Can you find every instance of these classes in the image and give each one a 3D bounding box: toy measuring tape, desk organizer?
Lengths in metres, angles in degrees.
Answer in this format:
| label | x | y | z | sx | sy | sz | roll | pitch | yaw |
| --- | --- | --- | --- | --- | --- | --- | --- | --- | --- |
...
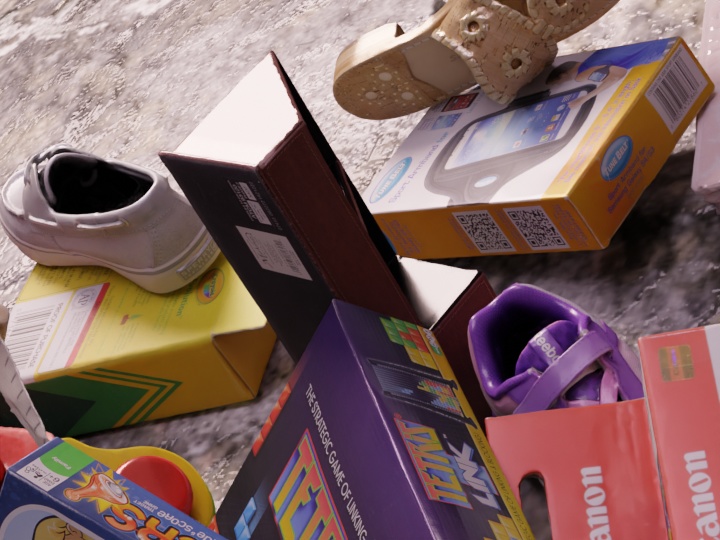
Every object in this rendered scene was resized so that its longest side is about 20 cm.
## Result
| label | x | y | z | sx | sy | sz | roll | pitch | yaw |
| --- | --- | --- | --- | --- | --- | --- | --- | --- | --- |
| toy measuring tape | -0.123 | 0.094 | 0.986 | 0.073 | 0.074 | 0.200 | -32 | 62 | 2 |
| desk organizer | 0.000 | 0.000 | 0.918 | 0.072 | 0.200 | 0.077 | 11 | 51 | 48 |

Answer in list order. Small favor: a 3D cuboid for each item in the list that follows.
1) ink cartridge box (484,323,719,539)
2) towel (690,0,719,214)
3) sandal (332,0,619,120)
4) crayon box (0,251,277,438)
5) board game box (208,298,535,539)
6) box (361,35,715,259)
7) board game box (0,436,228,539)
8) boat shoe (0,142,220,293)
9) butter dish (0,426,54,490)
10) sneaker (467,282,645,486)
| label | x | y | z | sx | sy | sz | roll | pitch | yaw |
| --- | --- | --- | --- | --- | --- | --- | --- | --- | --- |
| ink cartridge box | 0.148 | 0.076 | 0.755 | 0.199 | 0.050 | 0.109 | -9 | 57 | 6 |
| towel | 0.265 | -0.118 | 0.994 | 0.199 | 0.032 | 0.192 | -15 | 38 | 27 |
| sandal | 0.067 | -0.112 | 1.047 | 0.211 | 0.077 | 0.070 | -26 | 46 | 39 |
| crayon box | -0.109 | 0.023 | 1.116 | 0.199 | 0.051 | 0.127 | -13 | 38 | 30 |
| board game box | -0.004 | 0.134 | 0.810 | 0.166 | 0.056 | 0.200 | -62 | 26 | 21 |
| box | 0.078 | -0.061 | 1.051 | 0.200 | 0.042 | 0.119 | -1 | 44 | 50 |
| board game box | -0.095 | 0.180 | 0.746 | 0.135 | 0.201 | 0.034 | 28 | 26 | 16 |
| boat shoe | -0.157 | -0.039 | 1.127 | 0.072 | 0.069 | 0.200 | -44 | 34 | -15 |
| butter dish | -0.296 | 0.124 | 1.048 | 0.199 | 0.148 | 0.200 | -5 | 42 | 48 |
| sneaker | 0.104 | 0.067 | 0.844 | 0.080 | 0.089 | 0.200 | -36 | 36 | -8 |
